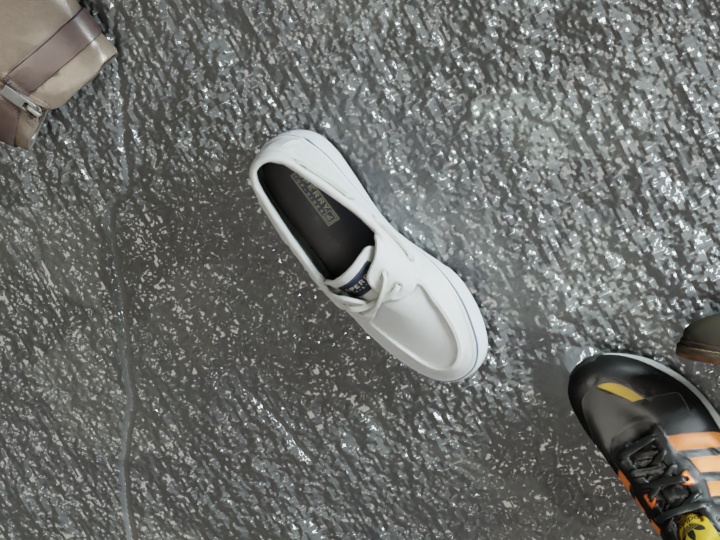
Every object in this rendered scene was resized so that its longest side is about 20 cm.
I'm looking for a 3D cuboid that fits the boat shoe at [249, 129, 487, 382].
[{"bbox_3d":[0.000,0.000,0.972,0.200,0.065,0.074,45,114,-3],"label":"boat shoe"}]

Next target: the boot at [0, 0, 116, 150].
[{"bbox_3d":[-0.218,-0.180,0.975,0.146,0.070,0.200,39,115,-7],"label":"boot"}]

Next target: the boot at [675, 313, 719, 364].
[{"bbox_3d":[0.285,0.006,0.902,0.200,0.075,0.097,-5,96,9],"label":"boot"}]

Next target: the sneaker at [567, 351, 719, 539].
[{"bbox_3d":[0.204,0.136,0.950,0.070,0.090,0.200,-40,95,24],"label":"sneaker"}]
